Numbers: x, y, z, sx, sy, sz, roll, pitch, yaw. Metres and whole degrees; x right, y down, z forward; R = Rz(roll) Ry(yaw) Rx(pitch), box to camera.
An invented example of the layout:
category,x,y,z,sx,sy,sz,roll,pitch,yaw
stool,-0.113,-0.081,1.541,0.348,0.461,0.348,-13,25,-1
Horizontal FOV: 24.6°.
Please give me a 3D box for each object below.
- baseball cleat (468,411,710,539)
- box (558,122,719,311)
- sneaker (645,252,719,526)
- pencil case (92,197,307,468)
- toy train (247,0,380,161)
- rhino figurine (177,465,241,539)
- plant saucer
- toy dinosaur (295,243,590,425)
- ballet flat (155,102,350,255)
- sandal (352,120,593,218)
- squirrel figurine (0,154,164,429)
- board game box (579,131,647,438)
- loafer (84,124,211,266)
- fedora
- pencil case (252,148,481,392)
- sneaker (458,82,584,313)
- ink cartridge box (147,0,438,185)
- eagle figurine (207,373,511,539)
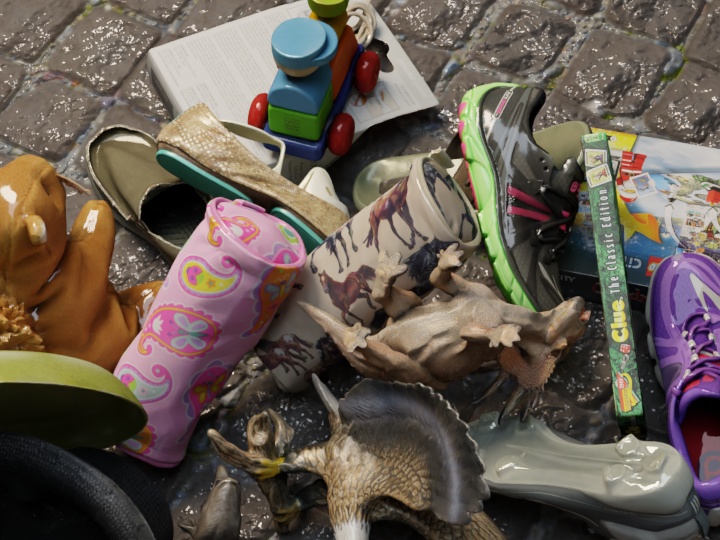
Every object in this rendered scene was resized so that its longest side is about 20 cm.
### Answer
category,x,y,z,sx,sy,sz,roll,pitch,yaw
baseball cleat,0.147,0.156,1.143,0.199,0.107,0.070,7,45,47
box,0.238,-0.034,1.272,0.198,0.038,0.137,11,61,13
sneaker,0.245,0.074,1.158,0.080,0.084,0.201,-10,64,11
pencil case,-0.119,0.045,1.178,0.087,0.087,0.201,47,116,29
toy train,-0.025,-0.196,1.317,0.084,0.116,0.201,15,55,9
rhino figurine,-0.097,0.223,1.117,0.059,0.088,0.201,6,56,-15
plant saucer,-0.242,0.090,1.103,0.198,0.200,0.031,-6,69,2
toy dinosaur,0.058,0.054,1.142,0.198,0.136,0.086,-6,56,12
ballet flat,-0.062,-0.064,1.273,0.199,0.070,0.066,34,72,-7
sandal,0.084,-0.078,1.285,0.199,0.057,0.080,-10,49,17
squirrel figurine,-0.248,0.021,1.202,0.141,0.187,0.201,19,61,18
board game box,0.181,0.013,1.176,0.023,0.105,0.202,-8,74,12
loafer,-0.153,-0.057,1.312,0.075,0.070,0.200,-38,61,-17
fedora,-0.201,0.180,1.137,0.199,0.202,0.092,23,28,20
pencil case,0.000,0.000,1.199,0.200,0.078,0.090,-39,53,24
sneaker,0.128,-0.044,1.211,0.083,0.077,0.202,-14,86,7
ink cartridge box,-0.058,-0.148,1.384,0.199,0.047,0.161,-20,56,-18
eagle figurine,0.019,0.148,1.122,0.198,0.152,0.152,-3,92,23
